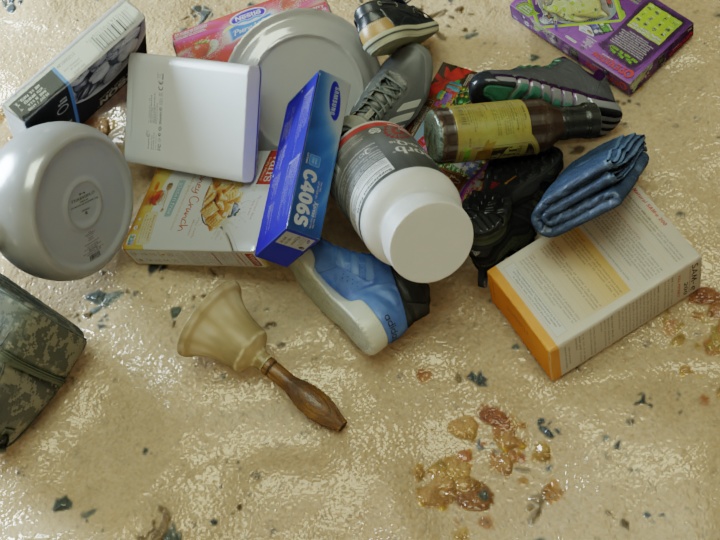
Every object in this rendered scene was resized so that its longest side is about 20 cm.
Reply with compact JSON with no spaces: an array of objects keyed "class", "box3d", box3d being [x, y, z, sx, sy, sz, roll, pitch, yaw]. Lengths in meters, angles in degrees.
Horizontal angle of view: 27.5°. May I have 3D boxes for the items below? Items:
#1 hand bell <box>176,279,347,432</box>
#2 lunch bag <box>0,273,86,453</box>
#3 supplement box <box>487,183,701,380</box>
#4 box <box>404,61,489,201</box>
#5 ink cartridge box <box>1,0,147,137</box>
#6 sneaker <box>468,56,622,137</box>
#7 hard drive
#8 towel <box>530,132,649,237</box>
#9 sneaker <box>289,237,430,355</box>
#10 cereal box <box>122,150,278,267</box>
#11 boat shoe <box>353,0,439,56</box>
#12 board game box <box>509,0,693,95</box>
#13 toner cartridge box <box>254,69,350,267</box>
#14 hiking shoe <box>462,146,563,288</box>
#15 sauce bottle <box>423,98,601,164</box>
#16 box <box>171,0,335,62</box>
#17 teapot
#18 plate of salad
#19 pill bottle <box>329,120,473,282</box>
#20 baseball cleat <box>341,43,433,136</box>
[{"class":"hand bell","box3d":[-0.096,0.111,1.619,0.200,0.104,0.104,37,72,16]},{"class":"lunch bag","box3d":[-0.433,0.093,1.662,0.199,0.139,0.169,29,87,27]},{"class":"supplement box","box3d":[0.255,0.010,1.602,0.199,0.074,0.126,-31,58,-7]},{"class":"box","box3d":[0.117,-0.145,1.743,0.136,0.039,0.201,20,65,21]},{"class":"ink cartridge box","box3d":[-0.343,-0.220,1.804,0.043,0.200,0.198,43,75,5]},{"class":"sneaker","box3d":[0.208,-0.214,1.712,0.199,0.074,0.088,11,54,-26]},{"class":"hard drive","box3d":[-0.200,-0.183,1.735,0.199,0.025,0.133,12,102,38]},{"class":"towel","box3d":[0.250,-0.097,1.600,0.111,0.200,0.049,-29,96,25]},{"class":"sneaker","box3d":[0.000,0.001,1.662,0.111,0.077,0.200,-32,50,-17]},{"class":"cereal box","box3d":[-0.171,-0.074,1.729,0.199,0.040,0.145,0,57,32]},{"class":"boat shoe","box3d":[0.043,-0.296,1.767,0.074,0.200,0.063,-30,88,21]},{"class":"board game box","box3d":[0.296,-0.309,1.813,0.120,0.032,0.200,-40,60,-17]},{"class":"toner cartridge box","box3d":[-0.064,-0.113,1.638,0.043,0.095,0.201,20,64,-20]},{"class":"hiking shoe","box3d":[0.169,-0.069,1.663,0.075,0.101,0.200,18,43,29]},{"class":"sauce bottle","box3d":[0.172,-0.159,1.641,0.198,0.065,0.065,-7,57,-14]},{"class":"box","box3d":[-0.121,-0.262,1.820,0.199,0.100,0.096,-20,49,0]},{"class":"teapot","box3d":[-0.370,-0.086,1.722,0.145,0.200,0.199,9,75,35]},{"class":"plate of salad","box3d":[-0.069,-0.213,1.762,0.199,0.201,0.048,-30,17,-8]},{"class":"pill bottle","box3d":[0.043,-0.074,1.591,0.115,0.116,0.200,-27,34,-5]},{"class":"baseball cleat","box3d":[0.019,-0.180,1.712,0.069,0.106,0.201,31,92,10]}]
